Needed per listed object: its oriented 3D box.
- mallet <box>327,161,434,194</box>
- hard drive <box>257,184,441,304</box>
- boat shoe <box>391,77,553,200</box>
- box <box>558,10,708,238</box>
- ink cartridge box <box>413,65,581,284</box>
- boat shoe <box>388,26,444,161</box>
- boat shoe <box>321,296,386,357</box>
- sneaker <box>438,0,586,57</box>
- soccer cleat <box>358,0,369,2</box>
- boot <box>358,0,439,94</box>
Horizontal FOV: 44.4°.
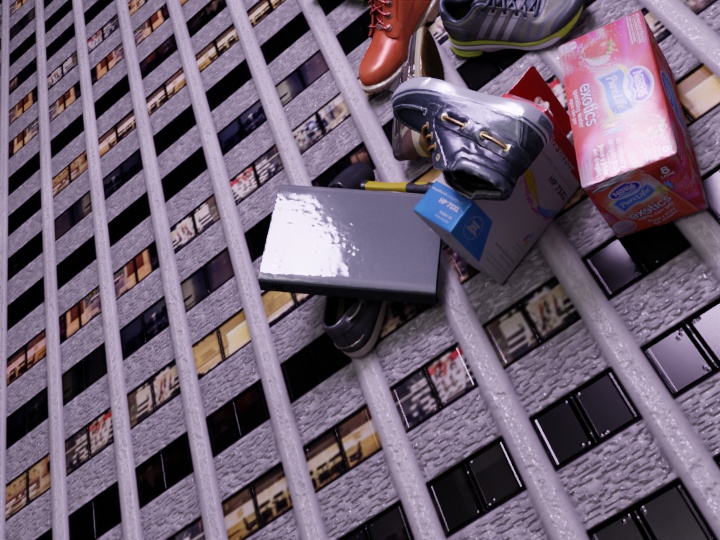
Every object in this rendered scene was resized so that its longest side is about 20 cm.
[{"bbox_3d":[0.057,-0.107,1.089,0.200,0.041,0.066,1,33,28],"label":"mallet"},{"bbox_3d":[-0.006,-0.032,1.016,0.200,0.033,0.140,5,56,6],"label":"hard drive"},{"bbox_3d":[0.088,-0.132,0.879,0.200,0.071,0.091,22,73,45],"label":"boat shoe"},{"bbox_3d":[0.272,-0.148,0.890,0.095,0.100,0.200,-21,50,28],"label":"box"},{"bbox_3d":[0.164,-0.101,0.934,0.200,0.116,0.067,-52,42,-1],"label":"ink cartridge box"},{"bbox_3d":[0.067,-0.229,1.134,0.065,0.073,0.200,-13,54,26],"label":"boat shoe"},{"bbox_3d":[0.000,0.000,1.039,0.073,0.063,0.200,-11,54,37],"label":"boat shoe"},{"bbox_3d":[0.182,-0.319,1.095,0.200,0.081,0.074,-4,60,38],"label":"sneaker"},{"bbox_3d":[-0.016,-0.452,1.366,0.200,0.068,0.081,-2,73,38],"label":"soccer cleat"},{"bbox_3d":[0.036,-0.345,1.217,0.075,0.107,0.200,13,72,42],"label":"boot"}]
